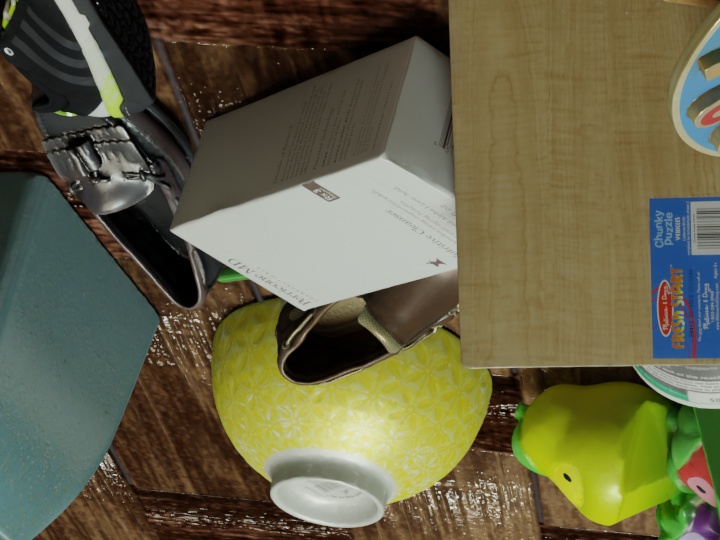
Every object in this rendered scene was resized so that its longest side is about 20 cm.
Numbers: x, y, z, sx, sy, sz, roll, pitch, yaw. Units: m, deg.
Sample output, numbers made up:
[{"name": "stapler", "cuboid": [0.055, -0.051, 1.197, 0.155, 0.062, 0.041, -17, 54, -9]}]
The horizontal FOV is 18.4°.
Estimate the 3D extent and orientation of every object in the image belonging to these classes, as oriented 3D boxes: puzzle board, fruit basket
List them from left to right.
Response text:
[{"name": "puzzle board", "cuboid": [0.121, -0.051, 1.129, 0.150, 0.201, 0.017, -2, -178, 21]}, {"name": "fruit basket", "cuboid": [0.206, 0.139, 1.482, 0.215, 0.156, 0.216, -7, 150, -4]}]

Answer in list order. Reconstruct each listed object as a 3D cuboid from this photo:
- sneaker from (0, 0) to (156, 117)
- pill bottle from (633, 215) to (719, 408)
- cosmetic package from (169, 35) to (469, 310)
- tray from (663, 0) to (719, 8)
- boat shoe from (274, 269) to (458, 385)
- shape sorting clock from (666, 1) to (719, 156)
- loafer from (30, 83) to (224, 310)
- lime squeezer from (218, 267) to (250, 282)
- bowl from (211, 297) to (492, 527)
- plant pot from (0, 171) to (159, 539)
[{"name": "sneaker", "cuboid": [-0.168, -0.134, 1.166, 0.083, 0.072, 0.200, -9, 148, 7]}, {"name": "pill bottle", "cuboid": [0.190, -0.015, 1.227, 0.113, 0.113, 0.200, 2, 151, 15]}, {"name": "cosmetic package", "cuboid": [-0.002, -0.049, 1.248, 0.113, 0.081, 0.200, 31, 150, -28]}, {"name": "tray", "cuboid": [0.199, -0.187, 0.998, 0.098, 0.037, 0.200, 9, 150, 4]}, {"name": "boat shoe", "cuboid": [0.027, 0.018, 1.322, 0.075, 0.075, 0.202, 41, 133, -21]}, {"name": "shape sorting clock", "cuboid": [0.234, -0.113, 1.023, 0.200, 0.039, 0.200, -24, 153, -13]}, {"name": "loafer", "cuboid": [-0.134, -0.048, 1.331, 0.072, 0.063, 0.200, -5, 147, 27]}, {"name": "lime squeezer", "cuboid": [0.000, 0.000, 1.413, 0.199, 0.038, 0.071, 5, -178, 9]}, {"name": "bowl", "cuboid": [-0.015, 0.112, 1.530, 0.200, 0.108, 0.200, 9, 151, 5]}, {"name": "plant pot", "cuboid": [-0.274, 0.073, 1.454, 0.196, 0.200, 0.196, -2, 148, 21]}]
